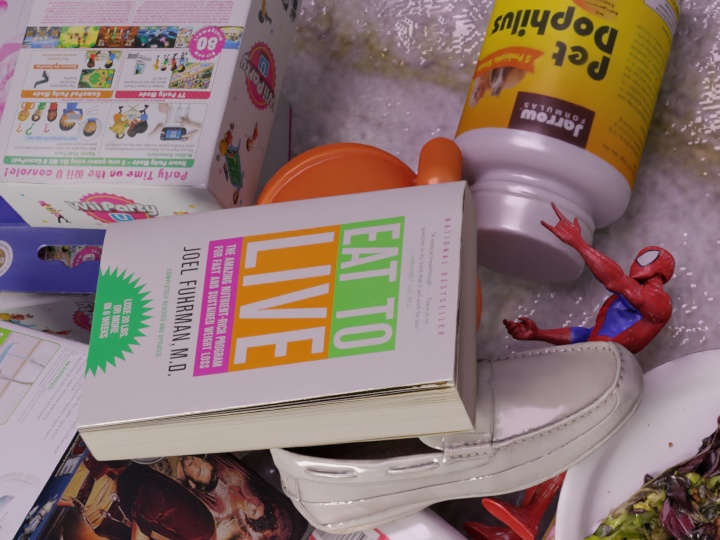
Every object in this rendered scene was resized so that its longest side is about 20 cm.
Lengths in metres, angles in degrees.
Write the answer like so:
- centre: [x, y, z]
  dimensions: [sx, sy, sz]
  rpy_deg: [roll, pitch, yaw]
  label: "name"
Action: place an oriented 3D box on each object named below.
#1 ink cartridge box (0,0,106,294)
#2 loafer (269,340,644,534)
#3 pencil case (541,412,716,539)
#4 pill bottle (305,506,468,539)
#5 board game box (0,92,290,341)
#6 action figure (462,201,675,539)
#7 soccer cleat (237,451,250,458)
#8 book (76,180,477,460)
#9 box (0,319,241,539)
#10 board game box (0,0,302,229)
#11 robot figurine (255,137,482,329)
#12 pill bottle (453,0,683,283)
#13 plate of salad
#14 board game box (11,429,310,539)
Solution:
- centre: [-0.166, -0.085, 1.497]
  dimensions: [0.195, 0.043, 0.202]
  rpy_deg: [0, 64, 23]
  label: "ink cartridge box"
- centre: [0.048, 0.079, 1.262]
  dimensions: [0.199, 0.070, 0.070]
  rpy_deg: [-22, 42, 15]
  label: "loafer"
- centre: [0.135, 0.168, 1.316]
  dimensions: [0.086, 0.083, 0.201]
  rpy_deg: [25, 78, 28]
  label: "pencil case"
- centre: [-0.014, 0.216, 1.337]
  dimensions: [0.112, 0.112, 0.200]
  rpy_deg: [37, 86, 32]
  label: "pill bottle"
- centre: [-0.146, -0.039, 1.536]
  dimensions: [0.198, 0.064, 0.149]
  rpy_deg: [-8, 63, 18]
  label: "board game box"
- centre: [0.102, 0.049, 1.348]
  dimensions: [0.099, 0.065, 0.200]
  rpy_deg: [37, 63, 2]
  label: "action figure"
- centre: [0.000, 0.100, 1.417]
  dimensions: [0.199, 0.069, 0.086]
  rpy_deg: [19, 79, 33]
  label: "soccer cleat"
- centre: [-0.040, 0.025, 1.260]
  dimensions: [0.198, 0.048, 0.135]
  rpy_deg: [-7, 53, 14]
  label: "book"
- centre: [-0.196, 0.139, 1.380]
  dimensions: [0.175, 0.097, 0.201]
  rpy_deg: [12, 57, 33]
  label: "box"
- centre: [-0.121, -0.126, 1.438]
  dimensions: [0.146, 0.064, 0.202]
  rpy_deg: [3, 65, 23]
  label: "board game box"
- centre: [0.002, -0.001, 1.377]
  dimensions: [0.116, 0.145, 0.200]
  rpy_deg: [-1, 25, -14]
  label: "robot figurine"
- centre: [0.117, -0.099, 1.432]
  dimensions: [0.108, 0.109, 0.202]
  rpy_deg: [8, 70, 26]
  label: "pill bottle"
- centre: [0.198, 0.140, 1.266]
  dimensions: [0.198, 0.048, 0.202]
  rpy_deg: [1, 85, -12]
  label: "plate of salad"
- centre: [-0.125, 0.176, 1.283]
  dimensions: [0.035, 0.135, 0.201]
  rpy_deg: [-11, 45, 56]
  label: "board game box"
